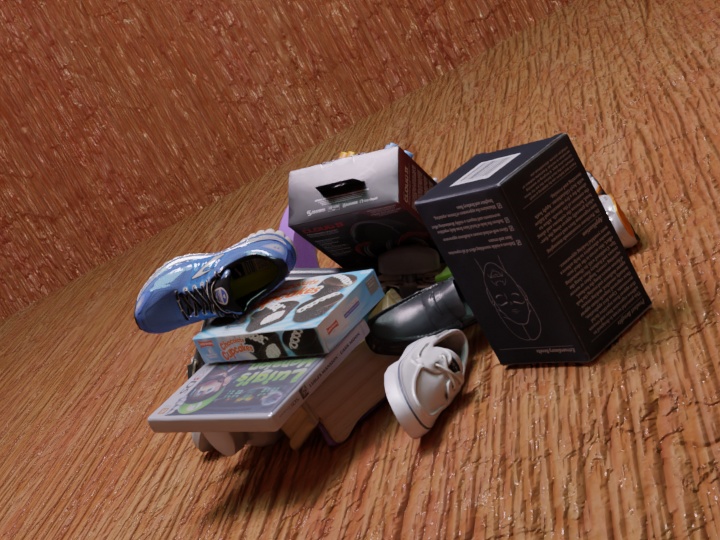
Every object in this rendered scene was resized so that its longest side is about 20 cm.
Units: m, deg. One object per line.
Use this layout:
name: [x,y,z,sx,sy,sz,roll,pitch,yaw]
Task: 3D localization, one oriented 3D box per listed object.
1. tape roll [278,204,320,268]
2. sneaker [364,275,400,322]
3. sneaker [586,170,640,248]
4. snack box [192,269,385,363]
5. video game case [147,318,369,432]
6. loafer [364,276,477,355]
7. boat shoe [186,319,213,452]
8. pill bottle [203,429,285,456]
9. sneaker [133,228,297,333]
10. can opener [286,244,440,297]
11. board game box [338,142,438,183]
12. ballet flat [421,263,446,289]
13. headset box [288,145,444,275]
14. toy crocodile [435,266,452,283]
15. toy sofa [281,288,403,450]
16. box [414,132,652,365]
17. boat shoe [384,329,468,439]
tape roll: [-0.008,-0.030,1.919,0.199,0.202,0.066,-34,13,-17]
sneaker: [0.036,0.028,1.819,0.071,0.081,0.199,-21,8,39]
sneaker: [0.258,-0.055,1.709,0.091,0.076,0.200,-34,11,6]
snack box: [-0.081,0.052,1.614,0.198,0.037,0.116,-8,26,42]
video game case: [-0.112,0.114,1.585,0.198,0.024,0.182,-6,29,42]
loafer: [0.098,0.038,1.619,0.198,0.069,0.071,-18,-30,-8]
boat shoe: [-0.177,0.127,1.780,0.063,0.202,0.070,33,30,30]
pill bottle: [-0.100,0.132,1.721,0.199,0.112,0.110,-39,15,-30]
sneaker: [-0.166,0.017,1.636,0.198,0.079,0.089,-25,16,6]
can opener: [0.000,0.000,1.729,0.197,0.068,0.053,0,17,15]
board game box: [0.082,-0.113,1.949,0.026,0.198,0.200,-67,20,-8]
ballet flat: [0.109,0.016,1.785,0.071,0.072,0.200,-23,15,30]
headset box: [0.014,-0.068,1.713,0.147,0.200,0.076,-11,65,24]
toy crocodile: [0.154,-0.012,1.738,0.067,0.063,0.199,-20,-2,40]
toy sofa: [-0.007,0.122,1.652,0.200,0.098,0.083,-39,-8,-30]
box: [0.172,-0.017,1.457,0.107,0.202,0.148,-36,15,-29]
boat shoe: [0.074,0.106,1.505,0.065,0.074,0.200,-31,13,18]
